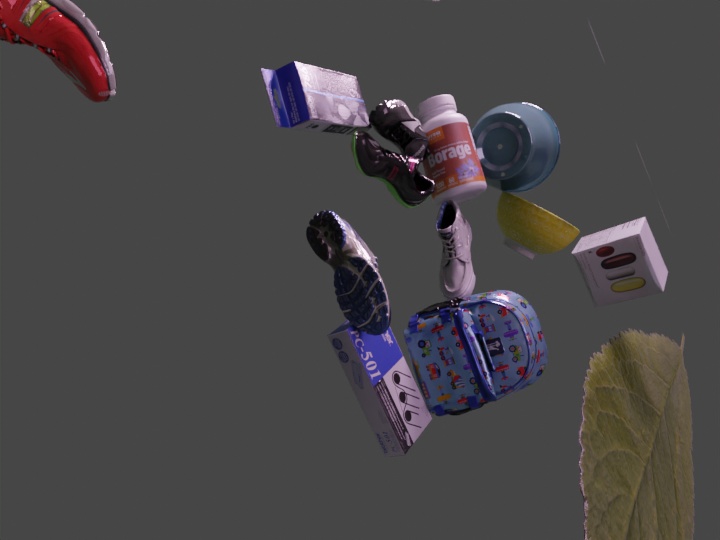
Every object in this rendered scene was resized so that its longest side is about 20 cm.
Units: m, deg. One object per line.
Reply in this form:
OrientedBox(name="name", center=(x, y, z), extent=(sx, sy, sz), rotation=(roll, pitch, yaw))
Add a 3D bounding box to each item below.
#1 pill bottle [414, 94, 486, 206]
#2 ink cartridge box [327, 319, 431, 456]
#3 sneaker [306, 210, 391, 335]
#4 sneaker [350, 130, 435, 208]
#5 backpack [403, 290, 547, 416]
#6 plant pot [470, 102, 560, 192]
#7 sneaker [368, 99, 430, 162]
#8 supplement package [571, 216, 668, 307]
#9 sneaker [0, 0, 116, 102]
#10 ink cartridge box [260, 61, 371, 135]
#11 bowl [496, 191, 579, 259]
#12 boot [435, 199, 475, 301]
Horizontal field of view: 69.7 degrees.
OrientedBox(name="pill bottle", center=(0.176, -0.242, 1.047), extent=(0.111, 0.111, 0.203), rotation=(-8, 80, -49))
OrientedBox(name="ink cartridge box", center=(0.032, 0.163, 0.775), extent=(0.094, 0.044, 0.203), rotation=(-31, 98, -51))
OrientedBox(name="sneaker", center=(0.000, 0.000, 0.761), extent=(0.085, 0.077, 0.202), rotation=(9, 51, -59))
OrientedBox(name="sneaker", center=(0.061, -0.189, 0.919), extent=(0.199, 0.083, 0.078), rotation=(30, 53, -37))
OrientedBox(name="backpack", center=(0.191, 0.128, 0.831), extent=(0.134, 0.197, 0.186), rotation=(-1, 75, -67))
OrientedBox(name="plant pot", center=(0.321, -0.266, 1.123), extent=(0.187, 0.198, 0.203), rotation=(-24, 92, -61))
OrientedBox(name="sneaker", center=(0.083, -0.245, 0.938), extent=(0.091, 0.066, 0.199), rotation=(59, 21, 14))
OrientedBox(name="supplement package", center=(0.785, -0.022, 1.566), extent=(0.147, 0.198, 0.193), rotation=(-35, 100, -48))
OrientedBox(name="sneaker", center=(-0.336, -0.244, 0.521), extent=(0.200, 0.077, 0.085), rotation=(48, 50, -9))
OrientedBox(name="ink cartridge box", center=(-0.066, -0.280, 0.851), extent=(0.198, 0.039, 0.101), rotation=(-13, 85, -49))
OrientedBox(name="bowl", center=(0.397, -0.092, 1.216), extent=(0.198, 0.200, 0.109), rotation=(19, 104, -42))
OrientedBox(name="boot", center=(0.170, -0.040, 0.981), extent=(0.096, 0.073, 0.202), rotation=(52, 33, -40))
